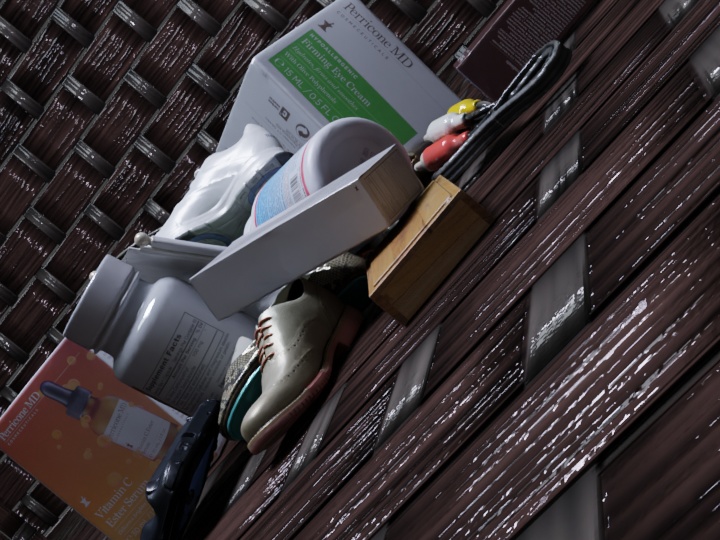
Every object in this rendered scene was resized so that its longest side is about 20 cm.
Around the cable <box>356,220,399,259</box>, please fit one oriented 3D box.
[{"bbox_3d":[0.000,0.000,1.325,0.200,0.050,0.097,112,177,-65],"label":"cable"}]

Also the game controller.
[{"bbox_3d":[-0.148,0.182,1.071,0.200,0.042,0.105,-71,-12,-77],"label":"game controller"}]

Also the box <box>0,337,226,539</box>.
[{"bbox_3d":[-0.264,0.171,1.345,0.152,0.200,0.106,-50,5,11],"label":"box"}]

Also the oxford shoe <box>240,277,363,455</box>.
[{"bbox_3d":[-0.062,0.073,1.006,0.071,0.074,0.200,-47,6,29],"label":"oxford shoe"}]

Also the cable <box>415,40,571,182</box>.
[{"bbox_3d":[0.107,-0.137,1.113,0.097,0.050,0.200,-59,8,-29],"label":"cable"}]

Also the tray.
[{"bbox_3d":[0.048,-0.022,0.963,0.099,0.037,0.200,-49,4,5],"label":"tray"}]

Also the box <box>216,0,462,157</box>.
[{"bbox_3d":[-0.025,-0.162,1.450,0.171,0.199,0.200,-41,-7,-32],"label":"box"}]

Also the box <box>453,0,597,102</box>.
[{"bbox_3d":[0.190,-0.272,1.351,0.200,0.075,0.100,-51,5,9],"label":"box"}]

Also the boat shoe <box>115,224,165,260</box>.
[{"bbox_3d":[-0.179,-0.036,1.374,0.201,0.060,0.072,-33,42,8],"label":"boat shoe"}]

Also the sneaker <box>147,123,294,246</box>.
[{"bbox_3d":[-0.150,-0.069,1.317,0.200,0.074,0.087,-40,51,9],"label":"sneaker"}]

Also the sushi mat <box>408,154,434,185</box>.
[{"bbox_3d":[0.040,-0.085,1.393,0.096,0.012,0.200,-49,-7,6],"label":"sushi mat"}]

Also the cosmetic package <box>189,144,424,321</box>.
[{"bbox_3d":[-0.046,-0.029,1.059,0.200,0.051,0.083,-28,9,34],"label":"cosmetic package"}]

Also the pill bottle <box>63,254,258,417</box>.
[{"bbox_3d":[-0.176,0.070,1.210,0.115,0.200,0.114,-59,9,16],"label":"pill bottle"}]

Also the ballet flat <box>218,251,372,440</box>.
[{"bbox_3d":[-0.067,0.061,1.128,0.200,0.068,0.075,-49,48,-4],"label":"ballet flat"}]

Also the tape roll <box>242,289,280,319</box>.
[{"bbox_3d":[-0.135,0.032,1.380,0.202,0.071,0.203,-20,46,22],"label":"tape roll"}]

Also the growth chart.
[{"bbox_3d":[-0.180,0.000,1.260,0.200,0.144,0.018,151,126,-63],"label":"growth chart"}]

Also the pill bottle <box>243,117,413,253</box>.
[{"bbox_3d":[-0.038,-0.058,1.197,0.109,0.109,0.200,-53,10,-31],"label":"pill bottle"}]
